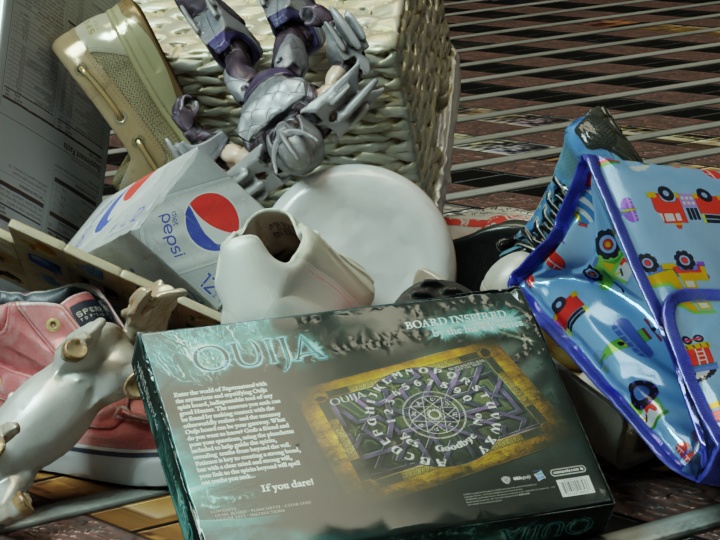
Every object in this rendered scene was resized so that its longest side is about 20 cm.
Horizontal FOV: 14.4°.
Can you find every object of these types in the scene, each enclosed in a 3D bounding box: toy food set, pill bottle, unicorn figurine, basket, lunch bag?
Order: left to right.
[{"bbox_3d":[-0.171,0.077,1.430,0.199,0.074,0.137,-27,7,-10],"label":"unicorn figurine"},{"bbox_3d":[-0.043,-0.128,1.827,0.198,0.162,0.199,-1,40,9],"label":"basket"},{"bbox_3d":[0.000,0.000,1.662,0.115,0.117,0.200,-3,-1,2],"label":"pill bottle"},{"bbox_3d":[0.135,0.026,1.510,0.143,0.061,0.199,36,30,26],"label":"toy food set"},{"bbox_3d":[0.188,0.046,1.387,0.150,0.094,0.201,4,40,-33],"label":"lunch bag"}]

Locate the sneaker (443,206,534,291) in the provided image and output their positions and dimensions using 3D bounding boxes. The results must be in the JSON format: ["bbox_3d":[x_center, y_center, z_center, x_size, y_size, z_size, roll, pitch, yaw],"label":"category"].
[{"bbox_3d":[0.037,-0.005,1.873,0.200,0.068,0.108,-3,3,14],"label":"sneaker"}]

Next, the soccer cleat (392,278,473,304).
[{"bbox_3d":[-0.004,0.084,1.389,0.068,0.073,0.200,34,49,14],"label":"soccer cleat"}]

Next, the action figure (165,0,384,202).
[{"bbox_3d":[-0.054,-0.109,1.621,0.130,0.070,0.200,-29,32,6],"label":"action figure"}]

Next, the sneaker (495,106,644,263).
[{"bbox_3d":[0.126,-0.013,1.675,0.089,0.201,0.079,-20,55,-15],"label":"sneaker"}]

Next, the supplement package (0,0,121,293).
[{"bbox_3d":[-0.251,-0.092,1.726,0.151,0.202,0.151,0,-14,22],"label":"supplement package"}]

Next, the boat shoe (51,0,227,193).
[{"bbox_3d":[-0.117,-0.061,1.703,0.064,0.201,0.071,-27,5,-3],"label":"boat shoe"}]

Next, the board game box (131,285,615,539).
[{"bbox_3d":[0.004,0.076,1.327,0.199,0.028,0.136,-6,51,-19],"label":"board game box"}]

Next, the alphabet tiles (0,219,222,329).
[{"bbox_3d":[-0.127,0.023,1.577,0.199,0.006,0.167,24,-14,6],"label":"alphabet tiles"}]

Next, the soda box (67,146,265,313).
[{"bbox_3d":[-0.114,-0.011,1.598,0.064,0.068,0.200,-52,10,-18],"label":"soda box"}]

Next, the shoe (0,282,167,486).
[{"bbox_3d":[-0.134,0.058,1.504,0.199,0.092,0.071,3,12,32],"label":"shoe"}]

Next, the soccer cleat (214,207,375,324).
[{"bbox_3d":[-0.035,0.003,1.461,0.069,0.078,0.200,-12,7,9],"label":"soccer cleat"}]
